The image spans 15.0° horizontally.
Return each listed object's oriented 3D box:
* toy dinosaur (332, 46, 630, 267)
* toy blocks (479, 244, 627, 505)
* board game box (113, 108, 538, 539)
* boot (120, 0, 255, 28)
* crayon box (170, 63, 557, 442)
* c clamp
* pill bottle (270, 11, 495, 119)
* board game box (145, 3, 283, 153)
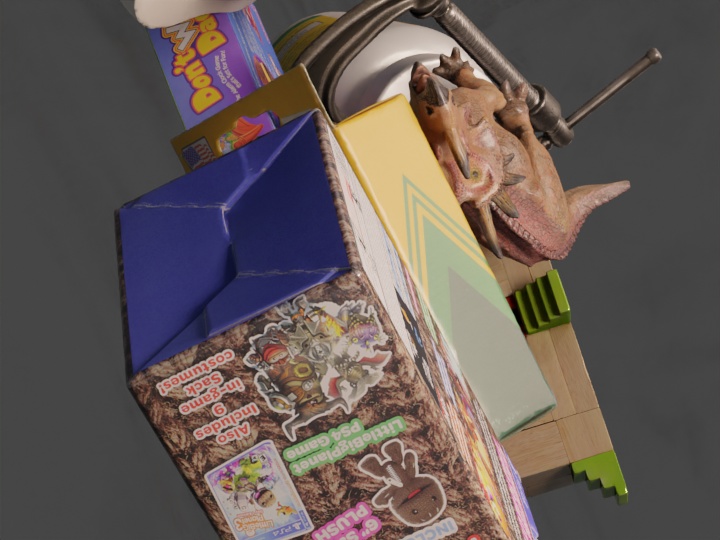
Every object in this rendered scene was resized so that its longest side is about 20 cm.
[{"bbox_3d":[0.066,-0.043,1.394,0.200,0.086,0.136,27,17,-36],"label":"toy dinosaur"},{"bbox_3d":[0.052,0.056,1.520,0.100,0.137,0.200,74,-2,-72],"label":"toy blocks"},{"bbox_3d":[-0.008,0.065,1.096,0.200,0.097,0.159,61,7,-25],"label":"board game box"},{"bbox_3d":[-0.098,-0.178,1.382,0.090,0.073,0.200,48,12,6],"label":"boot"},{"bbox_3d":[0.000,0.000,1.331,0.126,0.052,0.200,-24,-87,52],"label":"crayon box"},{"bbox_3d":[0.049,-0.099,1.464,0.200,0.171,0.027,32,16,-48],"label":"c clamp"},{"bbox_3d":[0.012,-0.091,1.611,0.113,0.113,0.200,62,-13,-17],"label":"pill bottle"},{"bbox_3d":[-0.068,-0.094,1.505,0.200,0.045,0.134,67,7,31],"label":"board game box"}]
